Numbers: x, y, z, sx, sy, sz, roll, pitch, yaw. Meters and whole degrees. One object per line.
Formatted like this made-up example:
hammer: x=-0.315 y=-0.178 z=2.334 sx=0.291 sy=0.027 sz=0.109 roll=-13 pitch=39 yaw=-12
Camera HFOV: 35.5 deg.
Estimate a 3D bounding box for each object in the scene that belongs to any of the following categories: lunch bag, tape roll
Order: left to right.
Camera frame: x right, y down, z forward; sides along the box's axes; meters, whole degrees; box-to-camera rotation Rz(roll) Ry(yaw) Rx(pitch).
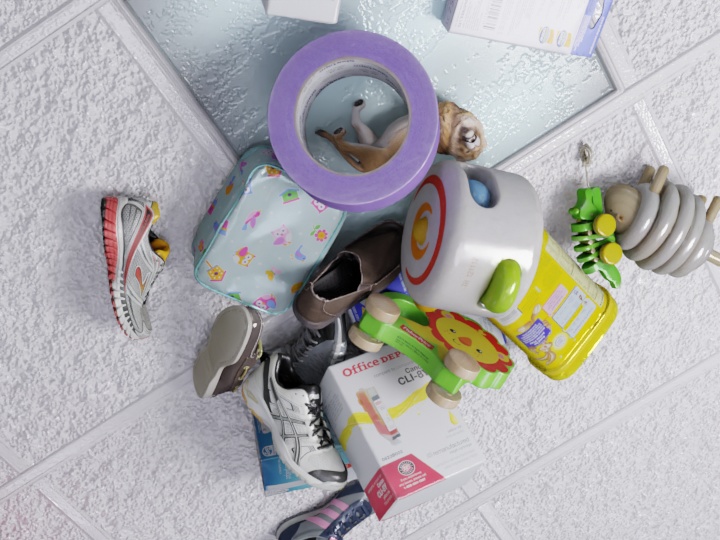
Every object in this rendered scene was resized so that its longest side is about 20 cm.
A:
lunch bag: x=-0.116 y=-0.047 z=1.438 sx=0.159 sy=0.077 sz=0.201 roll=22 pitch=114 yaw=-26
tape roll: x=-0.006 y=-0.173 z=1.319 sx=0.197 sy=0.085 sz=0.203 roll=0 pitch=87 yaw=4

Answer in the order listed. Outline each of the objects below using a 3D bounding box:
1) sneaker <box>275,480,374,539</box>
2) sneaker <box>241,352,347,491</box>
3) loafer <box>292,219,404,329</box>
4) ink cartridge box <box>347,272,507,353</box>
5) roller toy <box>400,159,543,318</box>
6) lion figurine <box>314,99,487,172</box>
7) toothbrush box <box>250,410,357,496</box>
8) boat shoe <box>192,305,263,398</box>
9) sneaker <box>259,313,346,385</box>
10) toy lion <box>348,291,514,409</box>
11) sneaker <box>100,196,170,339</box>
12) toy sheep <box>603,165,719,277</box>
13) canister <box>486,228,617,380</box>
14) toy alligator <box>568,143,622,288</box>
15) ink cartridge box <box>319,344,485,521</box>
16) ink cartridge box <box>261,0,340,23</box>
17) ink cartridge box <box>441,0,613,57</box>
sneaker: x=-0.036 y=0.395 z=1.728 sx=0.199 sy=0.082 sz=0.070 roll=-32 pitch=123 yaw=7
sneaker: x=-0.076 y=0.195 z=1.474 sx=0.088 sy=0.200 sz=0.075 roll=-49 pitch=160 yaw=23
loafer: x=0.000 y=0.000 z=1.448 sx=0.200 sy=0.073 sz=0.071 roll=-43 pitch=173 yaw=-27
ink cartridge box: x=0.086 y=0.056 z=1.573 sx=0.198 sy=0.047 sz=0.199 roll=-22 pitch=123 yaw=-2
roller toy: x=0.129 y=-0.040 z=1.405 sx=0.138 sy=0.200 sz=0.185 roll=10 pitch=83 yaw=-17
lion figurine: x=0.054 y=-0.167 z=1.417 sx=0.198 sy=0.073 sz=0.123 roll=-18 pitch=129 yaw=12
toothbrush box: x=-0.049 y=0.240 z=1.597 sx=0.198 sy=0.086 sz=0.147 roll=-10 pitch=150 yaw=-9
boat shoe: x=-0.167 y=0.107 z=1.500 sx=0.059 sy=0.072 sz=0.200 roll=-3 pitch=147 yaw=-30
sneaker: x=-0.080 y=0.107 z=1.531 sx=0.114 sy=0.076 sz=0.201 roll=0 pitch=135 yaw=-6
toy lion: x=0.105 y=0.092 z=1.485 sx=0.199 sy=0.191 sz=0.069 roll=35 pitch=114 yaw=12
sneaker: x=-0.280 y=0.001 z=1.427 sx=0.081 sy=0.078 sz=0.202 roll=-6 pitch=123 yaw=-11
toy sheep: x=0.418 y=-0.059 z=1.531 sx=0.198 sy=0.138 sz=0.139 roll=27 pitch=113 yaw=-7
canister: x=0.248 y=0.040 z=1.549 sx=0.149 sy=0.086 sz=0.200 roll=-51 pitch=126 yaw=-3
toy alligator: x=0.304 y=-0.066 z=1.513 sx=0.054 sy=0.059 sz=0.202 roll=-18 pitch=100 yaw=-16
ink cartridge box: x=0.049 y=0.204 z=1.485 sx=0.144 sy=0.201 sz=0.084 roll=-18 pitch=155 yaw=-26
ink cartridge box: x=-0.057 y=-0.386 z=1.200 sx=0.083 sy=0.146 sz=0.202 roll=4 pitch=121 yaw=-15
ink cartridge box: x=0.207 y=-0.333 z=1.361 sx=0.198 sy=0.042 sz=0.120 roll=8 pitch=119 yaw=-15
